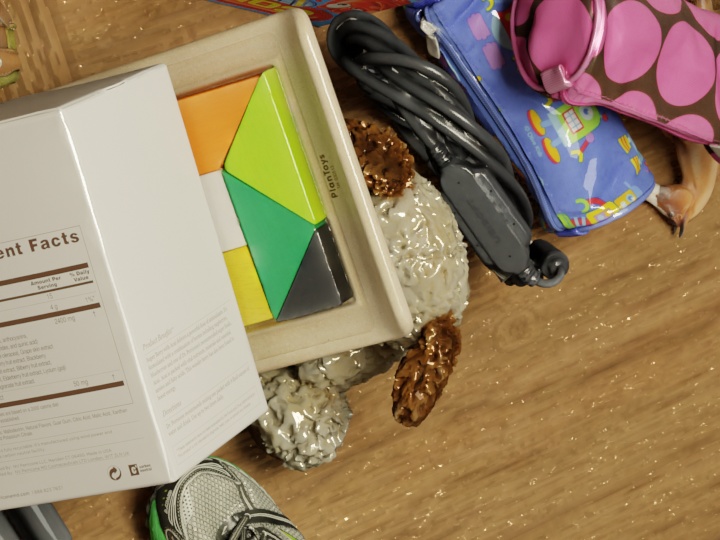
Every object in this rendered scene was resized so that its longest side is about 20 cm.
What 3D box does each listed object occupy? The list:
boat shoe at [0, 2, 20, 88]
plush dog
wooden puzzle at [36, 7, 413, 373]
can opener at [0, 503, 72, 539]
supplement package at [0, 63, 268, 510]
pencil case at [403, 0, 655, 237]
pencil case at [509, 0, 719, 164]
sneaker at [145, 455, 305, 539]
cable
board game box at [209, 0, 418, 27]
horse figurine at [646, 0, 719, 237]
[{"bbox_3d":[-0.268,-0.103,1.321,0.200,0.072,0.068,-22,97,-29],"label":"boat shoe"},{"bbox_3d":[0.000,0.000,1.413,0.160,0.172,0.200,-26,99,-29],"label":"plush dog"},{"bbox_3d":[-0.082,-0.030,1.356,0.037,0.200,0.185,-31,104,-57],"label":"wooden puzzle"},{"bbox_3d":[-0.218,0.081,1.342,0.053,0.067,0.200,-37,105,-26],"label":"can opener"},{"bbox_3d":[-0.149,0.008,1.312,0.121,0.120,0.200,-34,110,-62],"label":"supplement package"},{"bbox_3d":[0.102,-0.112,1.535,0.087,0.078,0.200,-41,107,-28],"label":"pencil case"},{"bbox_3d":[0.178,-0.121,1.498,0.200,0.091,0.094,15,81,-39],"label":"pencil case"},{"bbox_3d":[-0.041,0.179,1.429,0.200,0.085,0.078,47,66,-19],"label":"sneaker"},{"bbox_3d":[0.050,-0.076,1.461,0.051,0.163,0.200,-37,104,4],"label":"cable"},{"bbox_3d":[-0.055,-0.194,1.380,0.200,0.196,0.056,10,82,-29],"label":"board game box"},{"bbox_3d":[0.220,-0.140,1.621,0.133,0.050,0.200,41,66,-26],"label":"horse figurine"}]
